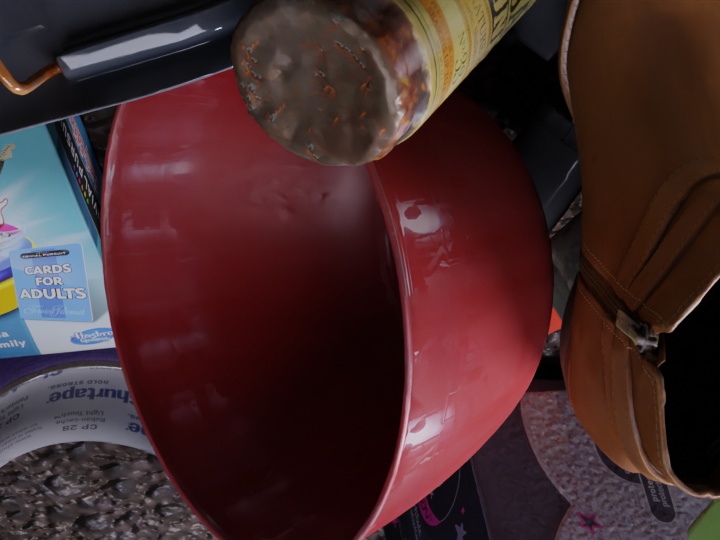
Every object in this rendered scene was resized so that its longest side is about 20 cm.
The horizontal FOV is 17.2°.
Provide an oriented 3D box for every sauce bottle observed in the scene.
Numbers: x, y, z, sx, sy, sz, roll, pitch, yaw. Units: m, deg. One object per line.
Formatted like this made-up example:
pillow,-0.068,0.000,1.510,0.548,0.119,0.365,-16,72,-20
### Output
sauce bottle,0.032,-0.107,0.767,0.066,0.200,0.066,19,133,22

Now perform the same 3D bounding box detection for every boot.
boot,0.107,-0.029,0.794,0.076,0.155,0.201,11,98,-7

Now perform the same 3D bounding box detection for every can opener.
can opener,0.070,-0.066,0.928,0.067,0.053,0.200,37,126,5

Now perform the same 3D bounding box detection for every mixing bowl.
mixing bowl,0.000,0.000,0.870,0.108,0.201,0.200,-11,152,-34

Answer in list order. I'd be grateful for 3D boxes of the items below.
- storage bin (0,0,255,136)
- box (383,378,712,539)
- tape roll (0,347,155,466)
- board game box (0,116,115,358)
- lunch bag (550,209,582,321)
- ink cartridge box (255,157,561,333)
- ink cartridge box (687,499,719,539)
storage bin,-0.130,-0.120,0.778,0.199,0.146,0.135,-14,109,16
box,0.101,0.161,1.099,0.132,0.201,0.115,3,144,-21
tape roll,-0.115,0.114,1.045,0.199,0.201,0.066,6,143,-9
board game box,-0.187,-0.036,0.974,0.150,0.047,0.200,-7,143,7
lunch bag,0.196,0.000,0.950,0.200,0.118,0.164,13,130,-48
ink cartridge box,-0.001,0.012,1.037,0.109,0.051,0.200,-28,135,29
ink cartridge box,0.244,0.066,0.889,0.145,0.084,0.200,7,131,-40
